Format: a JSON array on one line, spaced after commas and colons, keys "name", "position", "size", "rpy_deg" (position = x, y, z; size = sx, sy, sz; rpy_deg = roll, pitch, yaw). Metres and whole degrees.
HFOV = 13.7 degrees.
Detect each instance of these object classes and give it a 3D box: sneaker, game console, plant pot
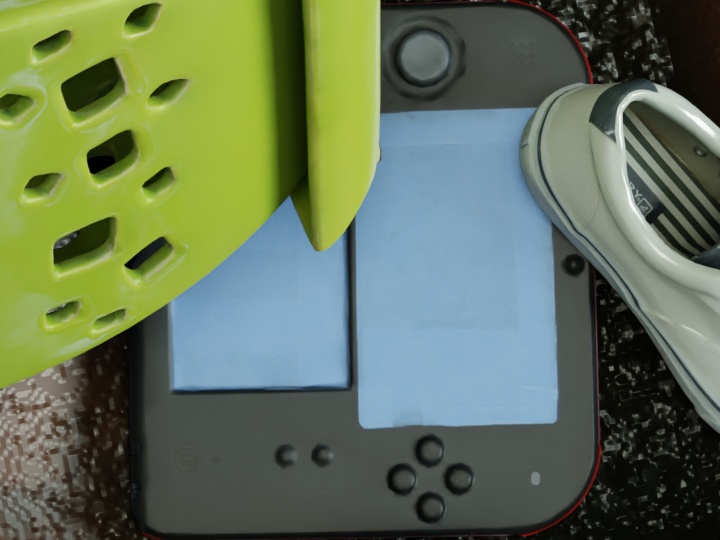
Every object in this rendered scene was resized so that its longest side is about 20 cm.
[{"name": "sneaker", "position": [0.140, 0.010, 1.098], "size": [0.200, 0.071, 0.073], "rpy_deg": [42, 74, -13]}, {"name": "game console", "position": [0.000, 0.000, 1.127], "size": [0.176, 0.031, 0.201], "rpy_deg": [-1, 86, -3]}, {"name": "plant pot", "position": [-0.097, -0.101, 1.023], "size": [0.181, 0.200, 0.199], "rpy_deg": [-16, 57, -11]}]
